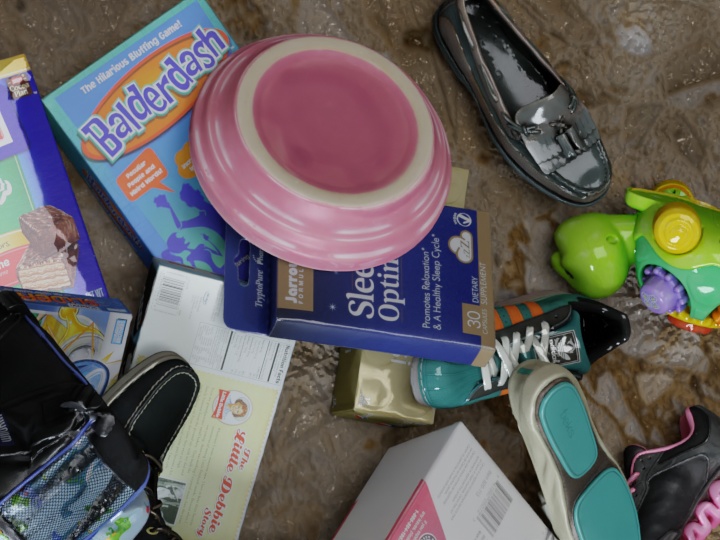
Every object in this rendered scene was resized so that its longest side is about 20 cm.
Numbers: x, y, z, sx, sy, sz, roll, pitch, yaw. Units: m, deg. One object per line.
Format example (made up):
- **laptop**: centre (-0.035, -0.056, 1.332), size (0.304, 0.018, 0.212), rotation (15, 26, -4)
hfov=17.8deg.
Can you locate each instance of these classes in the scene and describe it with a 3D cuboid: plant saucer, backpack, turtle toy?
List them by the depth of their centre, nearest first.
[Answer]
- **backpack**: centre (-0.249, 0.147, 1.511), size (0.200, 0.183, 0.147), rotation (-39, 130, -9)
- **plant saucer**: centre (-0.024, -0.097, 1.680), size (0.200, 0.051, 0.201), rotation (9, 58, -14)
- **turtle toy**: centre (0.251, -0.009, 1.803), size (0.199, 0.146, 0.101), rotation (17, 103, 3)

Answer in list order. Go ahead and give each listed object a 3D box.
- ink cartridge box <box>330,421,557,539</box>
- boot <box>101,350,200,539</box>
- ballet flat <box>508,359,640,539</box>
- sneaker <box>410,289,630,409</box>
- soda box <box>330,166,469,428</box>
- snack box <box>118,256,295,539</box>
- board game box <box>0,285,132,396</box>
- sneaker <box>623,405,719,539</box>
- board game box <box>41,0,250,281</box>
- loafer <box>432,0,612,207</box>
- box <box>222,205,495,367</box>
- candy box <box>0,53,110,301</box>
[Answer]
- **ink cartridge box**: centre (0.079, 0.238, 1.698), size (0.200, 0.083, 0.147), rotation (51, 44, -16)
- **boot**: centre (-0.142, 0.168, 1.585), size (0.204, 0.153, 0.073), rotation (-55, 140, -9)
- **ballet flat**: centre (0.157, 0.150, 1.721), size (0.069, 0.069, 0.201), rotation (-30, 119, -18)
- **sneaker**: centre (0.124, 0.056, 1.737), size (0.200, 0.080, 0.072), rotation (-21, 106, -42)
- **soda box**: centre (0.030, 0.017, 1.758), size (0.067, 0.064, 0.201), rotation (11, 80, -16)
- **snack box**: centre (-0.123, 0.102, 1.688), size (0.116, 0.037, 0.201), rotation (15, 96, -15)
- **board game box**: centre (-0.249, 0.112, 1.624), size (0.135, 0.034, 0.201), rotation (6, 106, -26)
- **sneaker**: centre (0.232, 0.186, 1.809), size (0.095, 0.079, 0.200), rotation (43, 70, 8)
- **board game box**: centre (-0.127, -0.086, 1.729), size (0.152, 0.045, 0.200), rotation (-38, 96, -17)
- **loafer**: centre (0.127, -0.137, 1.789), size (0.072, 0.063, 0.200), rotation (-36, 84, -16)
- **box**: centre (0.000, 0.000, 1.680), size (0.199, 0.032, 0.122), rotation (7, 58, -13)
- **candy box**: centre (-0.291, -0.037, 1.654), size (0.169, 0.077, 0.201), rotation (-20, 90, -18)
